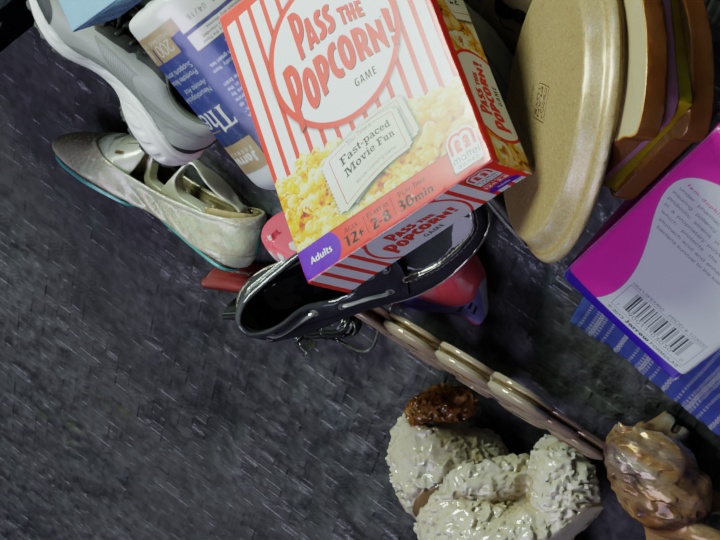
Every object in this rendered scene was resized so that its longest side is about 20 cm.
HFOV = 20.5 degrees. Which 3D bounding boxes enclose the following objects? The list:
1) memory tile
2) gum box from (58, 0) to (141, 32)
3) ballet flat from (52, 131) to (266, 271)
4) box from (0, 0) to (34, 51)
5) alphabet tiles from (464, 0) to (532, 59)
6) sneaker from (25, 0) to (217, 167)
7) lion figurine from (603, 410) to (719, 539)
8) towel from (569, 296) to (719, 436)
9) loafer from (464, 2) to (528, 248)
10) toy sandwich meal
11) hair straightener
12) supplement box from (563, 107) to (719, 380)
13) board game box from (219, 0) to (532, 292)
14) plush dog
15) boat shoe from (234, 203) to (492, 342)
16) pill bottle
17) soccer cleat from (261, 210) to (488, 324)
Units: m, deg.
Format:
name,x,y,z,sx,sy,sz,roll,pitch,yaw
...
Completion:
name,x,y,z,sx,sy,sz,roll,pitch,yaw
memory tile,0.082,0.076,1.464,0.200,0.017,0.153,30,176,35
gum box,-0.173,-0.275,1.360,0.200,0.045,0.170,-20,94,54
ballet flat,-0.159,-0.074,1.617,0.200,0.067,0.062,32,118,12
box,-0.357,-0.227,1.514,0.182,0.200,0.104,44,148,1
alphabet tiles,0.048,-0.212,1.269,0.167,0.008,0.200,38,147,10
sneaker,-0.171,-0.171,1.506,0.079,0.074,0.200,-23,116,46
lion figurine,0.236,0.196,1.464,0.122,0.072,0.200,18,137,25
towel,0.231,0.073,1.341,0.200,0.024,0.145,39,165,8
loafer,0.073,-0.103,1.293,0.200,0.070,0.070,50,147,-9
toy sandwich meal,0.142,-0.098,1.177,0.070,0.205,0.205,6,148,-11
hair straightener,-0.042,0.032,1.624,0.200,0.041,0.077,1,128,42
supplement box,0.224,-0.034,1.191,0.101,0.103,0.200,43,149,1
board game box,0.005,-0.110,1.231,0.151,0.046,0.200,-34,63,29
plush dog,0.081,0.182,1.577,0.172,0.160,0.200,53,155,30
boat shoe,0.000,0.000,1.399,0.200,0.063,0.073,-24,96,16
pill bottle,-0.058,-0.127,1.383,0.200,0.111,0.111,51,147,-11
soccer cleat,0.008,-0.004,1.500,0.200,0.067,0.077,10,139,37
